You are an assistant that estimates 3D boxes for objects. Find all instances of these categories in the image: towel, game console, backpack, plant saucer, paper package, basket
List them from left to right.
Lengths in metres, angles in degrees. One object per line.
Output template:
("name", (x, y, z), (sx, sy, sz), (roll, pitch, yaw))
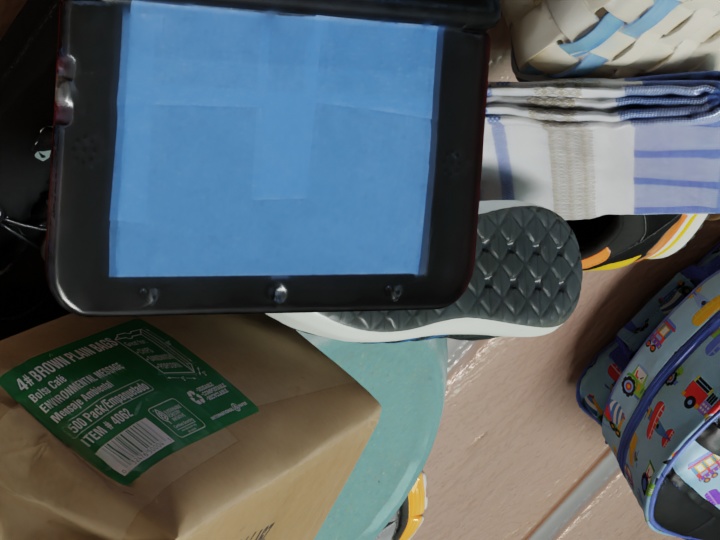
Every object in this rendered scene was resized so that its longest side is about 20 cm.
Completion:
("paper package", (-0.101, 0.110, 0.913), (0.191, 0.103, 0.200), (-61, 166, 20))
("plant saucer", (-0.028, 0.078, 1.091), (0.200, 0.036, 0.200), (-29, 139, -29))
("game console", (0.004, -0.073, 0.855), (0.200, 0.119, 0.172), (-1, 156, -44))
("towel", (0.052, -0.043, 1.029), (0.199, 0.024, 0.147), (-2, 162, 6))
("backpack", (0.208, 0.063, 1.406), (0.183, 0.135, 0.200), (-46, 153, 13))
("basket", (0.158, -0.144, 0.995), (0.200, 0.140, 0.176), (2, 156, -36))

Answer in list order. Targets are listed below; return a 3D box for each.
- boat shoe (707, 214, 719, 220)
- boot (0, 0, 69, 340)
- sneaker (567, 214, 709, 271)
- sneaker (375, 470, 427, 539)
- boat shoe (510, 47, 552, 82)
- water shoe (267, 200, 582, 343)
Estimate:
("boat shoe", (0.205, -0.104, 1.230), (0.063, 0.073, 0.200), (-30, 163, -32))
("boot", (-0.097, -0.033, 0.954), (0.200, 0.066, 0.165), (-54, 152, 16))
("sneaker", (0.139, -0.070, 1.185), (0.090, 0.070, 0.200), (-19, 147, -37))
("sneaker", (-0.018, 0.075, 1.206), (0.077, 0.078, 0.200), (-28, 141, -22))
("boat shoe", (0.163, -0.068, 1.121), (0.199, 0.070, 0.066), (3, 107, -8))
("water shoe", (0.000, 0.000, 1.001), (0.200, 0.072, 0.079), (12, 164, -42))
